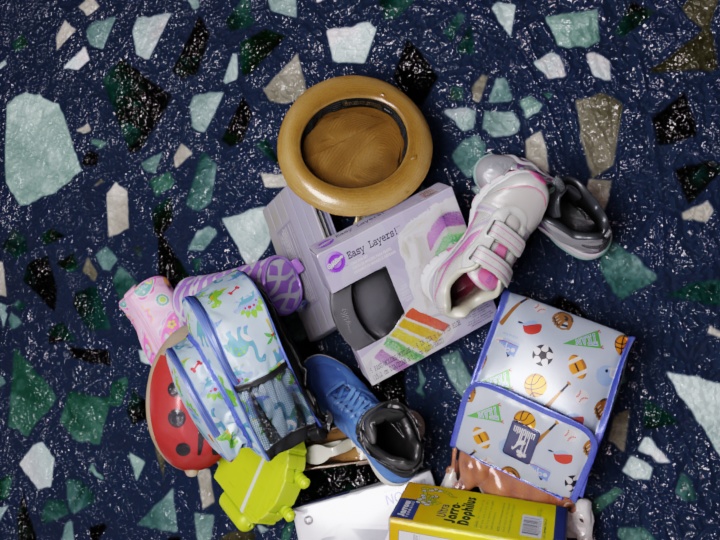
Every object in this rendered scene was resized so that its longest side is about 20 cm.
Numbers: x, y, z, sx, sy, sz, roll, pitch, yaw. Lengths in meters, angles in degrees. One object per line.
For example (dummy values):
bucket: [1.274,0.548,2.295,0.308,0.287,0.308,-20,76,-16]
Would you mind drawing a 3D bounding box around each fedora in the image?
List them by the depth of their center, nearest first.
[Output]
fedora: [-0.009,-0.148,0.989,0.196,0.082,0.205,2,72,-5]

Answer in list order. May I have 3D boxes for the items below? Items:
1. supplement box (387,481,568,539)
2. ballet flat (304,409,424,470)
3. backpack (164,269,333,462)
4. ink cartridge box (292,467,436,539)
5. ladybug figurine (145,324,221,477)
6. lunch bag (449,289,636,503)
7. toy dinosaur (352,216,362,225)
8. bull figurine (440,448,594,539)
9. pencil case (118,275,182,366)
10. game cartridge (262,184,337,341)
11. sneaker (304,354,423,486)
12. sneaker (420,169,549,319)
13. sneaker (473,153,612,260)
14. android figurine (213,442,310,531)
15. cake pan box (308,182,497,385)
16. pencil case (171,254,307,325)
supplement box: [0.136,0.331,0.899,0.196,0.109,0.111,5,99,16]
ballet flat: [-0.011,0.233,1.035,0.197,0.067,0.069,-19,83,16]
backpack: [-0.147,0.113,0.917,0.145,0.183,0.203,-24,102,-18]
ink cartridge box: [0.026,0.383,1.006,0.196,0.041,0.204,-17,80,4]
ladybug figurine: [-0.213,0.171,1.026,0.133,0.072,0.205,1,89,-24]
lunch bag: [0.214,0.149,0.924,0.168,0.124,0.203,21,83,20]
toy dinosaur: [0.000,0.000,1.022,0.101,0.057,0.204,-141,53,-58]
bull figurine: [0.191,0.288,0.967,0.199,0.065,0.122,36,99,16]
pencil case: [-0.270,0.109,1.118,0.087,0.087,0.202,-34,77,13]
game cartridge: [-0.065,-0.017,1.049,0.129,0.038,0.203,-35,73,57]
sneaker: [0.004,0.172,0.955,0.076,0.112,0.201,-34,76,-23]
sneaker: [0.148,-0.019,0.880,0.080,0.089,0.201,25,114,-19]
sneaker: [0.221,-0.094,0.935,0.198,0.140,0.079,32,89,15]
android figurine: [-0.134,0.256,1.042,0.199,0.041,0.185,26,94,49]
cake pan box: [0.053,0.017,0.960,0.197,0.052,0.187,-25,106,-10]
pencil case: [-0.168,0.030,1.059,0.197,0.086,0.084,-11,128,33]
